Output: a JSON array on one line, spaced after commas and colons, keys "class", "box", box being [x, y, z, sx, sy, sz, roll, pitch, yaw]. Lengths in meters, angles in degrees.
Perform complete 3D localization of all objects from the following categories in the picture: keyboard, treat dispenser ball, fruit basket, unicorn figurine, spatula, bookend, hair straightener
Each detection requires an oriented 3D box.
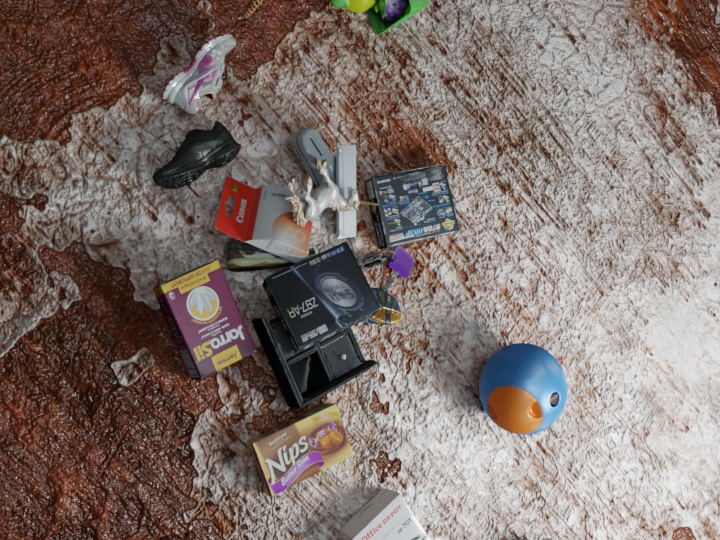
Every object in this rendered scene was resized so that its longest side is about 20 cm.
[{"class": "keyboard", "box": [-0.031, -0.172, 1.737, 0.056, 0.011, 0.205, -12, 108, -45]}, {"class": "treat dispenser ball", "box": [0.367, 0.267, 1.786, 0.196, 0.200, 0.206, 2, 83, -21]}, {"class": "fruit basket", "box": [0.032, -0.649, 1.787, 0.212, 0.154, 0.221, 10, 73, -37]}, {"class": "unicorn figurine", "box": [-0.076, -0.161, 1.664, 0.198, 0.073, 0.140, -32, 121, -22]}, {"class": "spatula", "box": [0.060, 0.039, 1.781, 0.056, 0.021, 0.202, 34, 74, -9]}, {"class": "bookend", "box": [-0.096, 0.154, 1.668, 0.197, 0.092, 0.202, -25, 94, -23]}, {"class": "hair straightener", "box": [0.000, 0.000, 1.731, 0.196, 0.077, 0.042, -20, 80, -22]}]

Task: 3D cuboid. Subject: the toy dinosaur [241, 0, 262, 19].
[{"class": "toy dinosaur", "box": [-0.225, -0.647, 1.706, 0.134, 0.101, 0.204, 21, 55, -35]}]

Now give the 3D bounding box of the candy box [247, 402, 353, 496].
[{"class": "candy box", "box": [-0.125, 0.371, 1.654, 0.197, 0.056, 0.119, -21, 93, -24]}]

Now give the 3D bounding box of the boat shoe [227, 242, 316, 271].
[{"class": "boat shoe", "box": [-0.185, -0.039, 1.663, 0.196, 0.072, 0.068, -7, 86, -23]}]

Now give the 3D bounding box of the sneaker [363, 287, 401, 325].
[{"class": "sneaker", "box": [-0.007, 0.081, 1.720, 0.196, 0.088, 0.077, 15, 62, -24]}]

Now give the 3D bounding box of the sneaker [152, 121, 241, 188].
[{"class": "sneaker", "box": [-0.346, -0.238, 1.628, 0.198, 0.076, 0.092, -33, 87, -28]}]

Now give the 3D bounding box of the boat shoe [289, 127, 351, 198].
[{"class": "boat shoe", "box": [-0.085, -0.227, 1.728, 0.073, 0.066, 0.202, -43, 122, -26]}]

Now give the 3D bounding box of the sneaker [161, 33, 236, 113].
[{"class": "sneaker", "box": [-0.321, -0.405, 1.648, 0.088, 0.081, 0.201, 42, 79, -14]}]

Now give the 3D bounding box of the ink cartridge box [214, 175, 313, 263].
[{"class": "ink cartridge box", "box": [-0.193, -0.119, 1.643, 0.197, 0.050, 0.165, 25, 44, -21]}]

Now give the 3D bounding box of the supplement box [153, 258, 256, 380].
[{"class": "supplement box", "box": [-0.313, 0.099, 1.581, 0.129, 0.103, 0.204, -26, 95, -23]}]

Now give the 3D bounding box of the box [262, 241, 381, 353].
[{"class": "box", "box": [-0.079, 0.053, 1.616, 0.197, 0.044, 0.163, -23, 78, -22]}]

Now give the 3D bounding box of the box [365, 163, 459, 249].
[{"class": "box", "box": [0.121, -0.148, 1.813, 0.196, 0.046, 0.163, -13, 90, -23]}]

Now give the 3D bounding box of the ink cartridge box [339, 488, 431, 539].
[{"class": "ink cartridge box", "box": [0.071, 0.598, 1.694, 0.146, 0.086, 0.202, -37, 100, -21]}]

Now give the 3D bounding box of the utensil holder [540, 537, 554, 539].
[{"class": "utensil holder", "box": [0.392, 0.725, 1.767, 0.198, 0.169, 0.172, -31, 96, -23]}]
